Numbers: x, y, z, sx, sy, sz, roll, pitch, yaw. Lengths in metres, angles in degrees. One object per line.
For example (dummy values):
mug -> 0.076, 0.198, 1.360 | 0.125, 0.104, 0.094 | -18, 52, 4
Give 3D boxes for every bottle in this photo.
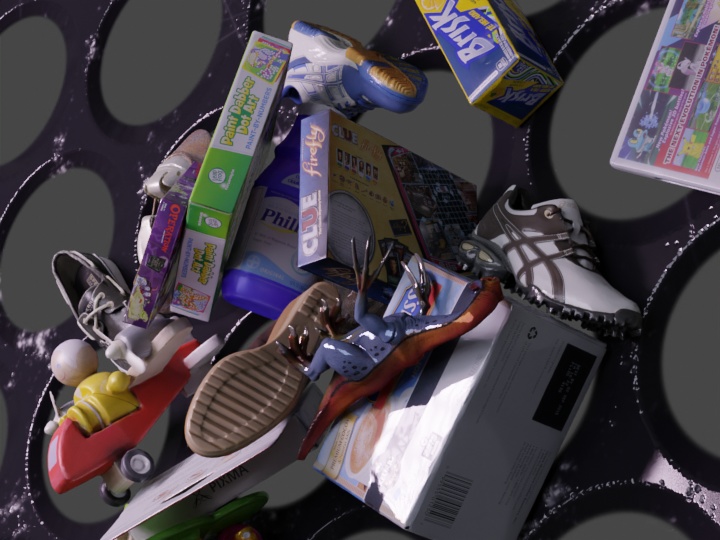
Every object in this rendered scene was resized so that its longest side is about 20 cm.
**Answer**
bottle -> -0.063, -0.056, 1.724 | 0.065, 0.083, 0.201 | -17, 53, 70

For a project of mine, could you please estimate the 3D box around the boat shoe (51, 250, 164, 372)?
boat shoe -> -0.261, 0.046, 1.914 | 0.071, 0.064, 0.200 | -56, 46, 10

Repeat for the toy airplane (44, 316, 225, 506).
toy airplane -> -0.224, 0.107, 1.760 | 0.200, 0.141, 0.199 | -52, 4, 6

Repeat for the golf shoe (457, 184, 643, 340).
golf shoe -> 0.164, -0.012, 1.538 | 0.200, 0.078, 0.095 | 30, 94, 44

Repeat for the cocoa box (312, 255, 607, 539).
cocoa box -> 0.080, 0.112, 1.523 | 0.131, 0.133, 0.200 | 27, 92, 47

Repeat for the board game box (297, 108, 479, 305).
board game box -> 0.027, -0.039, 1.587 | 0.035, 0.200, 0.136 | -18, 61, 38

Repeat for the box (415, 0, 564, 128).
box -> 0.105, -0.226, 1.683 | 0.064, 0.070, 0.200 | -44, 49, 24

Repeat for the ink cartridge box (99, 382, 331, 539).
ink cartridge box -> -0.126, 0.187, 1.646 | 0.200, 0.174, 0.044 | -32, 98, 16

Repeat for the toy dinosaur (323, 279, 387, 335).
toy dinosaur -> 0.000, 0.000, 1.685 | 0.102, 0.077, 0.200 | -30, 58, 22

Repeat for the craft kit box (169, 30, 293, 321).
craft kit box -> -0.120, -0.085, 1.724 | 0.198, 0.048, 0.200 | 104, -177, -59

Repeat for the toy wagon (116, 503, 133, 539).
toy wagon -> -0.223, 0.305, 1.792 | 0.200, 0.040, 0.156 | 8, 78, 45

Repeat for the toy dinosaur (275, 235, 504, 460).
toy dinosaur -> 0.034, 0.056, 1.468 | 0.181, 0.105, 0.201 | 7, 111, 40

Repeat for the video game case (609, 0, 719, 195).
video game case -> 0.308, -0.158, 1.504 | 0.182, 0.023, 0.201 | 19, 87, 45

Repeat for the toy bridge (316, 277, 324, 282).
toy bridge -> -0.089, -0.013, 1.806 | 0.200, 0.027, 0.067 | 23, 90, 45

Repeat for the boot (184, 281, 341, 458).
boot -> -0.087, 0.109, 1.596 | 0.200, 0.072, 0.166 | -49, -8, -29

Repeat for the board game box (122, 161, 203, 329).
board game box -> -0.175, -0.027, 1.723 | 0.200, 0.032, 0.120 | -75, 0, -76

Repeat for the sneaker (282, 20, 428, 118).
sneaker -> -0.008, -0.171, 1.776 | 0.200, 0.075, 0.088 | 34, 108, 52

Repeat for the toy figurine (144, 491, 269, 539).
toy figurine -> -0.126, 0.321, 1.647 | 0.184, 0.200, 0.150 | 59, 161, 14

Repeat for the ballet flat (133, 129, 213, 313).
ballet flat -> -0.190, -0.058, 1.889 | 0.068, 0.067, 0.201 | -9, 67, 40
